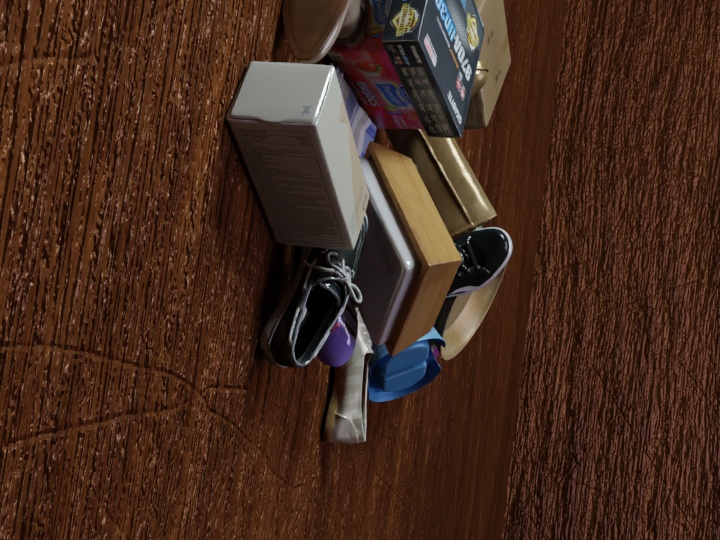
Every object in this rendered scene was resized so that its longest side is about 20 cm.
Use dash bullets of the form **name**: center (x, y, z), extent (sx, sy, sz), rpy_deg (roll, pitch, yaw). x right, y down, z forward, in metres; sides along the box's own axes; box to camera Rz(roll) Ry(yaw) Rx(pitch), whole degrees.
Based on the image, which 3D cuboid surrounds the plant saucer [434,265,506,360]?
- **plant saucer**: center (0.152, 0.032, 1.587), extent (0.200, 0.035, 0.201), rpy_deg (-51, 157, -31)

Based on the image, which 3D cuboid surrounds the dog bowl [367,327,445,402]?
- **dog bowl**: center (0.055, 0.120, 1.538), extent (0.200, 0.111, 0.050), rpy_deg (91, -22, -64)

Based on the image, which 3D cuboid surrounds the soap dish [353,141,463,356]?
- **soap dish**: center (0.039, -0.027, 1.288), extent (0.158, 0.081, 0.200), rpy_deg (109, -32, -45)

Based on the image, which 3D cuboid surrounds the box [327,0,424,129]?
- **box**: center (0.044, -0.259, 1.367), extent (0.200, 0.099, 0.096), rpy_deg (48, 49, -62)

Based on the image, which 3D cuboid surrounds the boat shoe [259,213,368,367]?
- **boat shoe**: center (-0.037, 0.014, 1.187), extent (0.074, 0.068, 0.200), rpy_deg (43, 68, -29)

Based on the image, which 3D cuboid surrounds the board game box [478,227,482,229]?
- **board game box**: center (0.126, -0.139, 1.627), extent (0.105, 0.023, 0.201), rpy_deg (132, -62, -84)

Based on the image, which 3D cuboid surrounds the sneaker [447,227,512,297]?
- **sneaker**: center (0.101, 0.006, 1.439), extent (0.073, 0.199, 0.112), rpy_deg (64, 15, 8)

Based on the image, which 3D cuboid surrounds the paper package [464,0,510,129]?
- **paper package**: center (0.159, -0.346, 1.732), extent (0.200, 0.103, 0.191), rpy_deg (-68, 153, -43)

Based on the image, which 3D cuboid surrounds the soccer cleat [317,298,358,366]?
- **soccer cleat**: center (-0.037, 0.013, 1.271), extent (0.076, 0.066, 0.201), rpy_deg (-29, 120, -84)

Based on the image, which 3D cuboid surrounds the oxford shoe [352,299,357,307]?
- **oxford shoe**: center (0.000, 0.000, 1.411), extent (0.200, 0.071, 0.071), rpy_deg (-57, 173, -49)

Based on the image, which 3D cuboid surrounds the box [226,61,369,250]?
- **box**: center (-0.058, -0.111, 1.115), extent (0.200, 0.095, 0.078), rpy_deg (75, 26, -54)

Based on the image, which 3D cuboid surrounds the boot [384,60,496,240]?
- **boot**: center (0.131, -0.156, 1.489), extent (0.201, 0.175, 0.066), rpy_deg (65, 18, 8)

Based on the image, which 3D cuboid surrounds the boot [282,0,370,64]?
- **boot**: center (-0.026, -0.285, 1.203), extent (0.146, 0.070, 0.201), rpy_deg (58, 41, -68)

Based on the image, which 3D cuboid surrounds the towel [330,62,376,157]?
- **towel**: center (-0.021, -0.145, 1.353), extent (0.200, 0.024, 0.148), rpy_deg (47, 52, -69)

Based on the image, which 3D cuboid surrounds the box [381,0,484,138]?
- **box**: center (0.088, -0.272, 1.277), extent (0.200, 0.046, 0.160), rpy_deg (54, 45, -58)

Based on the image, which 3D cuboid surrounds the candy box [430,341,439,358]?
- **candy box**: center (0.105, 0.053, 1.644), extent (0.137, 0.061, 0.200), rpy_deg (-52, 158, -25)

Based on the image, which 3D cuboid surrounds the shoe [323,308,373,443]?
- **shoe**: center (-0.006, 0.128, 1.452), extent (0.070, 0.053, 0.201), rpy_deg (33, 65, -72)
